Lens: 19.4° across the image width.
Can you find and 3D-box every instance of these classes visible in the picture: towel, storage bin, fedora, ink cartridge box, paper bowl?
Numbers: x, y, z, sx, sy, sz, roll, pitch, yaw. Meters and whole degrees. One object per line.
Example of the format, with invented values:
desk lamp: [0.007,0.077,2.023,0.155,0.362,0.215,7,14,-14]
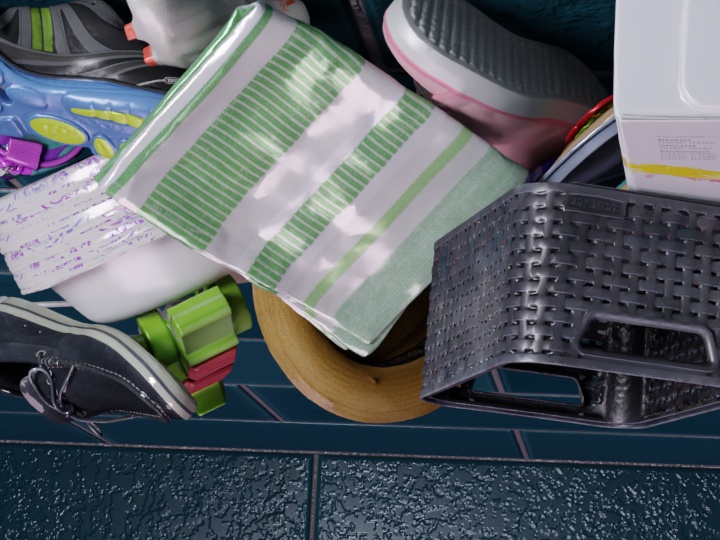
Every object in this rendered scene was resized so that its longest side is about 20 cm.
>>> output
towel: [-0.027,-0.049,1.175,0.200,0.023,0.153,33,111,-27]
storage bin: [0.119,0.023,1.114,0.135,0.094,0.200,8,168,-11]
fedora: [0.000,0.000,1.308,0.200,0.201,0.082,12,169,-36]
ink cartridge box: [0.199,-0.114,1.007,0.146,0.147,0.200,1,169,11]
paper bowl: [-0.131,-0.038,1.346,0.200,0.104,0.201,-25,-172,4]

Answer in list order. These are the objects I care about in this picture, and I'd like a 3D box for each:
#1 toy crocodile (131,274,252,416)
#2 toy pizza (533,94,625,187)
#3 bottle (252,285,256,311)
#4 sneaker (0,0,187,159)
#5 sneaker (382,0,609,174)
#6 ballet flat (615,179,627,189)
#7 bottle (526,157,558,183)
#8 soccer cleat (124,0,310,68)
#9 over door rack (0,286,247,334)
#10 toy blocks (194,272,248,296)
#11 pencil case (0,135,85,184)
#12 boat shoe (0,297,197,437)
toy crocodile: [-0.107,0.051,1.366,0.067,0.062,0.200,-25,172,-16]
toy pizza: [0.170,-0.077,1.284,0.200,0.032,0.200,-30,162,-11]
bottle: [-0.040,0.009,1.479,0.065,0.084,0.200,-26,168,-8]
sneaker: [-0.185,-0.123,1.233,0.199,0.083,0.071,17,138,-1]
sneaker: [0.058,-0.094,1.231,0.105,0.075,0.200,-39,151,25]
ballet flat: [0.151,-0.013,1.262,0.200,0.063,0.069,-37,163,14]
bottle: [0.089,-0.060,1.404,0.200,0.084,0.065,4,171,1]
soccer cleat: [-0.073,-0.139,1.178,0.077,0.069,0.200,-22,159,15]
over door rack: [-0.173,-0.033,1.481,0.200,0.148,0.067,2,156,1]
toy blocks: [-0.066,-0.034,1.622,0.136,0.100,0.200,-7,167,-7]
pencil case: [-0.243,-0.090,1.355,0.085,0.093,0.200,29,159,-22]
boat shoe: [-0.178,0.069,1.334,0.200,0.062,0.075,15,153,43]
